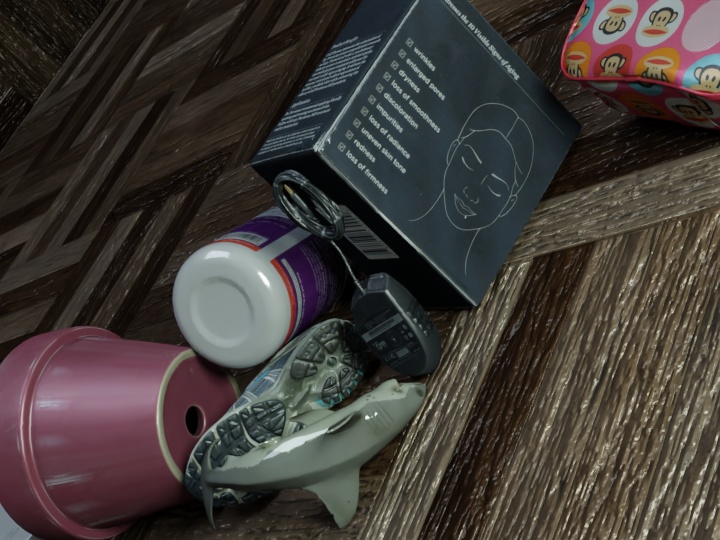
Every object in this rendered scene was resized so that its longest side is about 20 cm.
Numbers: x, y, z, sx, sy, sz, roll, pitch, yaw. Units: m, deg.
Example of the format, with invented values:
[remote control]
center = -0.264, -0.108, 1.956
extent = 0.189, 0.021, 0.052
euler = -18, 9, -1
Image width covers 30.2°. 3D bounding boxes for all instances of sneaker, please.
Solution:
[sneaker]
center = -0.072, 0.124, 1.159
extent = 0.200, 0.078, 0.086
euler = -43, 12, -8

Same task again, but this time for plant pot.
[plant pot]
center = -0.212, 0.145, 1.219
extent = 0.177, 0.201, 0.201
euler = -9, 42, 30

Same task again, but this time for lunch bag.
[lunch bag]
center = 0.259, -0.204, 1.014
extent = 0.199, 0.081, 0.178
euler = 23, 88, 55

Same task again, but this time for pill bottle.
[pill bottle]
center = -0.082, 0.007, 1.227
extent = 0.112, 0.113, 0.200
euler = -33, 2, 28

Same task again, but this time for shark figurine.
[shark figurine]
center = -0.046, 0.160, 1.029
extent = 0.213, 0.090, 0.128
euler = -23, 4, 14

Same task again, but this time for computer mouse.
[computer mouse]
center = 0.000, 0.000, 1.066
extent = 0.058, 0.201, 0.034
euler = -29, 9, 45

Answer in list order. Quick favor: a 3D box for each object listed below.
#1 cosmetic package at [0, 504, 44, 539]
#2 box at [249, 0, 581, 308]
[cosmetic package]
center = -0.352, 0.295, 1.328
extent = 0.108, 0.085, 0.200
euler = -51, 24, -10
[box]
center = 0.050, -0.105, 1.121
extent = 0.198, 0.200, 0.124
euler = -56, 25, -20
